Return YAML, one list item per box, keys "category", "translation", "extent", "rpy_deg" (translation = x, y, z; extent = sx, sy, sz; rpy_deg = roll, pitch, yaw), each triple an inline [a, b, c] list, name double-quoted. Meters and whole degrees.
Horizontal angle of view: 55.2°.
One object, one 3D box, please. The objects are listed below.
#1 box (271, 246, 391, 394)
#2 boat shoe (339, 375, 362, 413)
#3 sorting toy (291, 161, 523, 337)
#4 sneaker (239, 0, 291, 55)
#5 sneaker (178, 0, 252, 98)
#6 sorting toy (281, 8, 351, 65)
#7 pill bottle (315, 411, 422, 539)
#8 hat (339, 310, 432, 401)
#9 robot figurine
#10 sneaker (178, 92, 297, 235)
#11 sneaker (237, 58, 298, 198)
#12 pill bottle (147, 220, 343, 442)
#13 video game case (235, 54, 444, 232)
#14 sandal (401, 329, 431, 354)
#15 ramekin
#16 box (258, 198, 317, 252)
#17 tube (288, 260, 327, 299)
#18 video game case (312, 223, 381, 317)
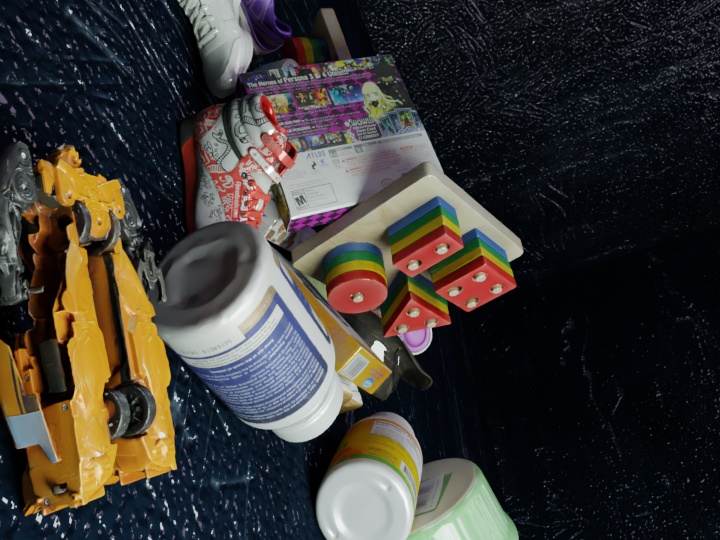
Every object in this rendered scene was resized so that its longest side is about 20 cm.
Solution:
- category: "box"
  translation: [-0.055, 0.045, 0.765]
  extent: [0.200, 0.042, 0.119]
  rpy_deg: [43, -2, 27]
- category: "boat shoe"
  translation: [-0.044, 0.129, 0.810]
  extent: [0.200, 0.069, 0.071]
  rpy_deg: [64, 11, -74]
- category: "sorting toy"
  translation: [0.058, 0.001, 0.768]
  extent: [0.198, 0.196, 0.071]
  rpy_deg: [29, 42, -43]
- category: "sneaker"
  translation: [-0.157, -0.410, 0.971]
  extent: [0.082, 0.081, 0.202]
  rpy_deg: [-94, 161, -49]
- category: "sneaker"
  translation: [-0.179, -0.293, 0.792]
  extent: [0.098, 0.074, 0.206]
  rpy_deg: [14, 59, -49]
- category: "sorting toy"
  translation: [-0.068, -0.203, 0.930]
  extent: [0.201, 0.068, 0.203]
  rpy_deg: [122, -44, -55]
- category: "pill bottle"
  translation: [0.019, 0.245, 0.830]
  extent: [0.200, 0.108, 0.114]
  rpy_deg: [-41, 113, -77]
- category: "hat"
  translation: [0.000, 0.125, 0.950]
  extent: [0.198, 0.081, 0.202]
  rpy_deg: [35, -18, 13]
- category: "robot figurine"
  translation: [-0.166, 0.027, 0.404]
  extent: [0.145, 0.057, 0.206]
  rpy_deg: [22, 53, -75]
- category: "sneaker"
  translation: [-0.111, -0.075, 0.669]
  extent: [0.067, 0.105, 0.207]
  rpy_deg: [40, 35, -67]
- category: "sneaker"
  translation: [-0.126, -0.156, 0.817]
  extent: [0.074, 0.080, 0.205]
  rpy_deg: [46, 52, -47]
- category: "pill bottle"
  translation: [-0.087, 0.064, 0.590]
  extent: [0.202, 0.108, 0.113]
  rpy_deg: [61, 17, -45]
- category: "video game case"
  translation: [-0.021, -0.149, 0.769]
  extent: [0.185, 0.195, 0.036]
  rpy_deg: [67, -26, 16]
- category: "sandal"
  translation: [0.065, 0.031, 0.972]
  extent: [0.050, 0.081, 0.206]
  rpy_deg: [32, -30, 60]
- category: "ramekin"
  translation: [0.090, 0.326, 0.865]
  extent: [0.100, 0.196, 0.200]
  rpy_deg: [63, 13, -6]
- category: "box"
  translation: [-0.090, -0.050, 0.828]
  extent: [0.041, 0.039, 0.200]
  rpy_deg: [37, 1, 12]
- category: "tube"
  translation: [0.000, -0.003, 0.866]
  extent: [0.052, 0.195, 0.059]
  rpy_deg: [49, 27, -53]
- category: "video game case"
  translation: [0.000, 0.000, 0.937]
  extent: [0.017, 0.141, 0.202]
  rpy_deg: [-46, 110, -40]
